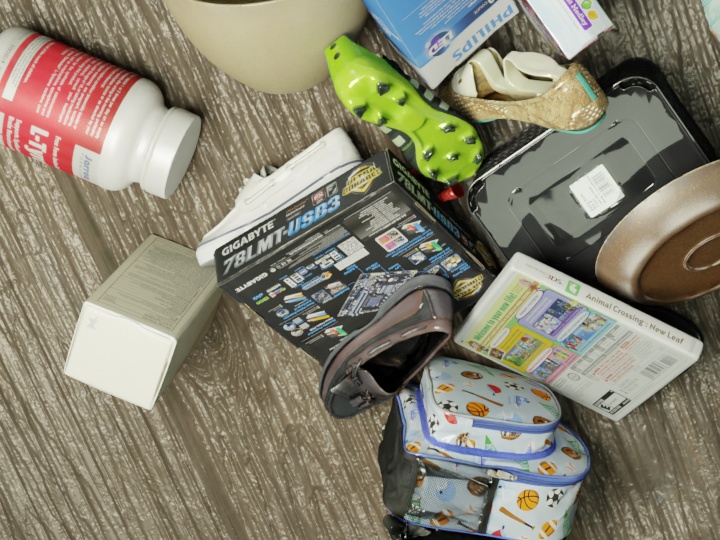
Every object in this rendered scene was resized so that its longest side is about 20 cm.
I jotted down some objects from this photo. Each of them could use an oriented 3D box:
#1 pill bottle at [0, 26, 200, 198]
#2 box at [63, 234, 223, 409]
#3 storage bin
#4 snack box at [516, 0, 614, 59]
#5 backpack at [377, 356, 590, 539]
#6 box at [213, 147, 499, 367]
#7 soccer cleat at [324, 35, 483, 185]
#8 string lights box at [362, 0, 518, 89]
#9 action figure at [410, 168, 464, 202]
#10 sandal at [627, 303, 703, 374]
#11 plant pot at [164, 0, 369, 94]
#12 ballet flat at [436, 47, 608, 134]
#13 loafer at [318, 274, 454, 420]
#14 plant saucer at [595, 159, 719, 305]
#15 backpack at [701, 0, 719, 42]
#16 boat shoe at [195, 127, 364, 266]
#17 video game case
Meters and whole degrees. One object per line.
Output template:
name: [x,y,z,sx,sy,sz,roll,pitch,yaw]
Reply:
pill bottle: [-0.258,-0.144,1.389,0.199,0.112,0.113,23,111,4]
box: [-0.198,0.044,1.393,0.094,0.200,0.078,23,112,3]
storage bin: [0.210,-0.081,1.326,0.200,0.094,0.135,-34,99,21]
snack box: [0.132,-0.277,1.247,0.053,0.142,0.200,-35,98,10]
backpack: [0.121,0.176,1.391,0.189,0.200,0.155,18,113,-9]
box: [0.000,0.000,1.366,0.199,0.050,0.198,-30,138,20]
soccer cleat: [0.042,-0.141,1.281,0.067,0.081,0.200,-38,141,16]
string lights box: [0.046,-0.248,1.191,0.103,0.200,0.059,-42,54,-1]
action figure: [0.006,-0.041,1.405,0.199,0.052,0.066,-33,94,22]
sandal: [0.225,0.065,1.398,0.199,0.043,0.077,11,110,8]
plant pot: [-0.073,-0.236,1.295,0.199,0.201,0.135,0,134,12]
ballet flat: [0.131,-0.164,1.283,0.199,0.071,0.065,10,138,47]
loafer: [0.023,0.086,1.386,0.072,0.063,0.200,15,132,-29]
plant saucer: [0.302,-0.027,1.283,0.200,0.200,0.032,-35,59,20]
backpack: [0.386,-0.240,1.215,0.200,0.167,0.127,-34,79,23]
boat shoe: [-0.081,-0.069,1.409,0.199,0.074,0.066,-28,80,19]
video game case: [0.193,0.065,1.343,0.181,0.022,0.200,26,156,-1]
